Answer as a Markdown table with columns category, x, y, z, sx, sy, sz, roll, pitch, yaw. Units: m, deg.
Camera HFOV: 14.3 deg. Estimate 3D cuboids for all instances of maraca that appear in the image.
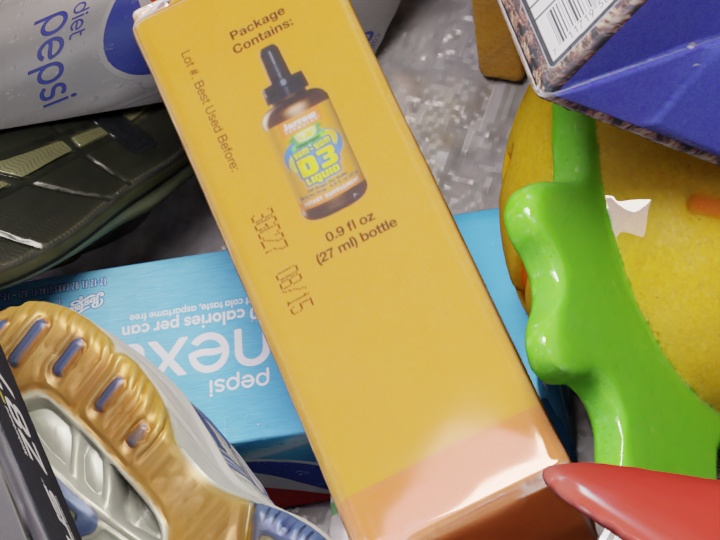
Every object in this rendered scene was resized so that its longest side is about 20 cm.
| category | x | y | z | sx | sy | sz | roll | pitch | yaw |
| --- | --- | --- | --- | --- | --- | --- | --- | --- | --- |
| maraca | 0.090 | -0.008 | 0.832 | 0.107 | 0.138 | 0.200 | -21 | 20 | 32 |

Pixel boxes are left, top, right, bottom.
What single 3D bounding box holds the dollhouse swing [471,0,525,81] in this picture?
| category | x | y | z | sx | sy | sz | roll | pitch | yaw |
| --- | --- | --- | --- | --- | --- | --- | --- | --- | --- |
| dollhouse swing | 0.134 | -0.152 | 0.887 | 0.199 | 0.176 | 0.183 | 13 | 71 | 20 |

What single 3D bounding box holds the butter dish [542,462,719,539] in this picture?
| category | x | y | z | sx | sy | sz | roll | pitch | yaw |
| --- | --- | --- | --- | --- | --- | --- | --- | --- | --- |
| butter dish | 0.129 | 0.142 | 0.647 | 0.199 | 0.199 | 0.149 | 29 | 98 | 28 |

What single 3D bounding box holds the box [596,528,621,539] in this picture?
| category | x | y | z | sx | sy | sz | roll | pitch | yaw |
| --- | --- | --- | --- | --- | --- | --- | --- | --- | --- |
| box | 0.136 | 0.160 | 0.796 | 0.199 | 0.060 | 0.117 | 27 | 74 | 16 |

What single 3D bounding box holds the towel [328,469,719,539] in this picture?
| category | x | y | z | sx | sy | sz | roll | pitch | yaw |
| --- | --- | --- | --- | --- | --- | --- | --- | --- | --- |
| towel | 0.056 | 0.158 | 0.858 | 0.151 | 0.023 | 0.201 | -5 | 65 | 14 |

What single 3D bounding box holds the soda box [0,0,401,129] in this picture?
| category | x | y | z | sx | sy | sz | roll | pitch | yaw |
| --- | --- | --- | --- | --- | --- | --- | --- | --- | --- |
| soda box | -0.077 | -0.097 | 0.924 | 0.199 | 0.064 | 0.068 | -12 | 53 | -38 |

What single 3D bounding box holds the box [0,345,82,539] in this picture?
| category | x | y | z | sx | sy | sz | roll | pitch | yaw |
| --- | --- | --- | --- | --- | --- | --- | --- | --- | --- |
| box | -0.178 | 0.070 | 0.727 | 0.199 | 0.049 | 0.162 | -28 | 60 | 3 |

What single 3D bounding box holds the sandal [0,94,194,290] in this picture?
| category | x | y | z | sx | sy | sz | roll | pitch | yaw |
| --- | --- | --- | --- | --- | --- | --- | --- | --- | --- |
| sandal | -0.102 | -0.029 | 0.933 | 0.080 | 0.058 | 0.201 | 43 | 42 | 19 |

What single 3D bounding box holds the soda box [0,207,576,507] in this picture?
| category | x | y | z | sx | sy | sz | roll | pitch | yaw |
| --- | --- | --- | --- | --- | --- | --- | --- | --- | --- |
| soda box | -0.035 | 0.036 | 0.917 | 0.199 | 0.064 | 0.068 | -9 | 65 | 13 |

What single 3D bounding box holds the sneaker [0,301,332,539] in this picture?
| category | x | y | z | sx | sy | sz | roll | pitch | yaw |
| --- | --- | --- | --- | --- | --- | --- | --- | --- | --- |
| sneaker | -0.036 | 0.090 | 0.824 | 0.075 | 0.088 | 0.200 | -39 | 72 | 6 |

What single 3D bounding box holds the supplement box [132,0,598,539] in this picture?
| category | x | y | z | sx | sy | sz | roll | pitch | yaw |
| --- | --- | --- | --- | --- | --- | --- | --- | --- | --- |
| supplement box | 0.000 | 0.000 | 0.850 | 0.066 | 0.069 | 0.201 | -25 | 64 | 3 |

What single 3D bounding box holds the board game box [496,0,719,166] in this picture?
| category | x | y | z | sx | sy | sz | roll | pitch | yaw |
| --- | --- | --- | --- | --- | --- | --- | --- | --- | --- |
| board game box | 0.100 | -0.154 | 0.769 | 0.159 | 0.096 | 0.201 | -46 | 45 | 30 |
